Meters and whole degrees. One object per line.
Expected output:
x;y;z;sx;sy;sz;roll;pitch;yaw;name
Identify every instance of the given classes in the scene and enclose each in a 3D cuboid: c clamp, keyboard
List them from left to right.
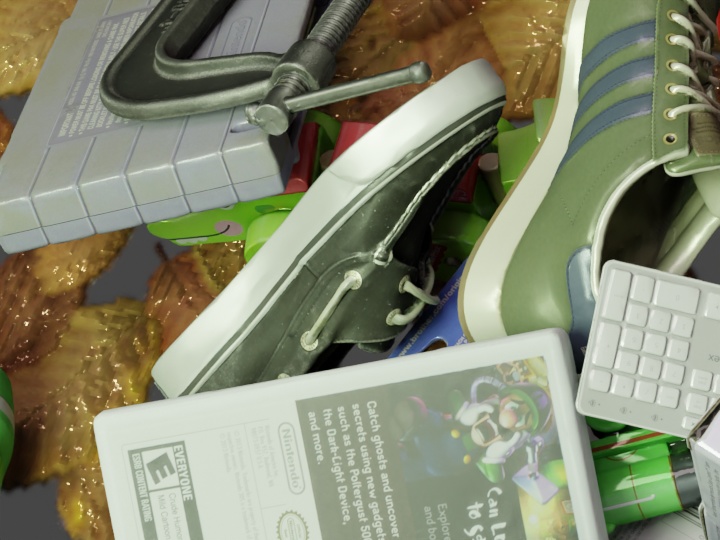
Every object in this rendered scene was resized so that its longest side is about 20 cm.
-0.021;-0.109;1.171;0.171;0.027;0.200;-11;31;26;c clamp
0.177;0.045;1.015;0.200;0.011;0.056;13;88;-9;keyboard

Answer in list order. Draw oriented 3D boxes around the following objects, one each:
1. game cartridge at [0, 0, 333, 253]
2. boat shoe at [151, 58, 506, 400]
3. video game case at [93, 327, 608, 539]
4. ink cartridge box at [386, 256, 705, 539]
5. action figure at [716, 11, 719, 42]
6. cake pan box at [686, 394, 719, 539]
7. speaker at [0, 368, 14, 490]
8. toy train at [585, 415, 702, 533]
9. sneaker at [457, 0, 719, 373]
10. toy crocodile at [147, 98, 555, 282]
-0.080;-0.078;1.208;0.129;0.038;0.200;-16;29;18;game cartridge
0.000;0.000;1.121;0.064;0.071;0.200;48;118;10;boat shoe
0.006;0.134;1.033;0.181;0.023;0.200;-11;90;16;video game case
0.087;0.085;1.083;0.200;0.042;0.119;29;75;30;ink cartridge box
0.182;-0.089;1.147;0.065;0.052;0.200;-17;50;5;action figure
0.195;0.115;0.902;0.184;0.200;0.052;32;77;22;cake pan box
-0.194;0.130;1.140;0.088;0.088;0.200;-4;59;20;speaker
0.050;0.081;1.054;0.200;0.042;0.057;-15;67;13;toy train
0.114;-0.051;1.057;0.090;0.067;0.200;14;77;47;sneaker
0.002;-0.038;1.178;0.200;0.062;0.068;0;60;22;toy crocodile
